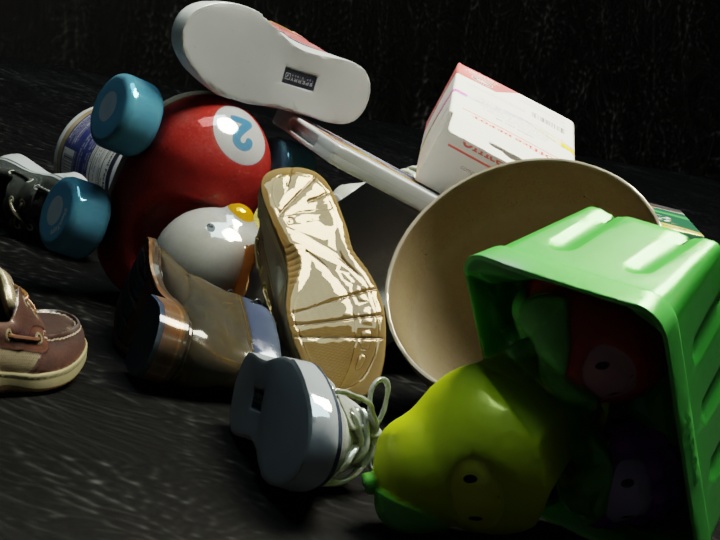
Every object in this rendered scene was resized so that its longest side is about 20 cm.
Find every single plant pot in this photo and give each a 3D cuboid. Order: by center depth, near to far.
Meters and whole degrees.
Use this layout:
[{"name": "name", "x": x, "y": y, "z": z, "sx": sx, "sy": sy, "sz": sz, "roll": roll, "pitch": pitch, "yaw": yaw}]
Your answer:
[{"name": "plant pot", "x": 0.130, "y": 0.039, "z": 1.401, "sx": 0.200, "sy": 0.201, "sz": 0.135, "roll": 17, "pitch": -26, "yaw": 28}]

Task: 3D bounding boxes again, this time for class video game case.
[{"name": "video game case", "x": 0.014, "y": -0.078, "z": 1.568, "sx": 0.143, "sy": 0.017, "sz": 0.200, "roll": 27, "pitch": 5, "yaw": -19}]

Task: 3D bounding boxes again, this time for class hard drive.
[{"name": "hard drive", "x": 0.000, "y": 0.000, "z": 1.579, "sx": 0.139, "sy": 0.033, "sz": 0.200, "roll": -35, "pitch": 27, "yaw": -11}]

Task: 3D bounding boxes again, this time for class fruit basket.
[{"name": "fruit basket", "x": 0.110, "y": 0.087, "z": 1.097, "sx": 0.155, "sy": 0.216, "sz": 0.215, "roll": 19, "pitch": 11, "yaw": 39}]

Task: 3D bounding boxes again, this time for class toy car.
[{"name": "toy car", "x": -0.114, "y": -0.028, "z": 1.510, "sx": 0.184, "sy": 0.177, "sz": 0.200, "roll": 20, "pitch": 16, "yaw": -35}]

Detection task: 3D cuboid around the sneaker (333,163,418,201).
[{"name": "sneaker", "x": 0.061, "y": -0.068, "z": 1.776, "sx": 0.199, "sy": 0.081, "sz": 0.076, "roll": 5, "pitch": 13, "yaw": -33}]

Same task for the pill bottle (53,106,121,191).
[{"name": "pill bottle", "x": -0.203, "y": -0.087, "z": 1.871, "sx": 0.111, "sy": 0.111, "sz": 0.200, "roll": 6, "pitch": 11, "yaw": -35}]

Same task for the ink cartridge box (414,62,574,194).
[{"name": "ink cartridge box", "x": 0.111, "y": -0.093, "z": 1.609, "sx": 0.116, "sy": 0.068, "sz": 0.200, "roll": 27, "pitch": 20, "yaw": -4}]

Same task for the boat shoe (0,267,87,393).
[{"name": "boat shoe", "x": -0.226, "y": 0.033, "z": 1.215, "sx": 0.072, "sy": 0.072, "sz": 0.200, "roll": 16, "pitch": 10, "yaw": 23}]

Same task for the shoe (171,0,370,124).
[{"name": "shoe", "x": -0.090, "y": -0.170, "z": 1.579, "sx": 0.200, "sy": 0.072, "sz": 0.091, "roll": 17, "pitch": 5, "yaw": -43}]

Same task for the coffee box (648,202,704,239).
[{"name": "coffee box", "x": 0.219, "y": -0.034, "z": 1.655, "sx": 0.123, "sy": 0.044, "sz": 0.200, "roll": 13, "pitch": 9, "yaw": 3}]

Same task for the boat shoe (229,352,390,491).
[{"name": "boat shoe", "x": -0.019, "y": 0.094, "z": 1.163, "sx": 0.086, "sy": 0.075, "sz": 0.202, "roll": 13, "pitch": -1, "yaw": -14}]

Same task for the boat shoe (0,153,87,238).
[{"name": "boat shoe", "x": -0.291, "y": -0.057, "z": 1.747, "sx": 0.056, "sy": 0.069, "sz": 0.200, "roll": -16, "pitch": 22, "yaw": -31}]

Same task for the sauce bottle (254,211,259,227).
[{"name": "sauce bottle", "x": -0.102, "y": -0.025, "z": 1.789, "sx": 0.200, "sy": 0.065, "sz": 0.065, "roll": 6, "pitch": 11, "yaw": -45}]

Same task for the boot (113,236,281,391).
[{"name": "boot", "x": -0.116, "y": 0.039, "z": 1.381, "sx": 0.097, "sy": 0.075, "sz": 0.200, "roll": 20, "pitch": 17, "yaw": -17}]

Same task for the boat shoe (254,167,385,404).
[{"name": "boat shoe", "x": -0.031, "y": 0.021, "z": 1.399, "sx": 0.073, "sy": 0.069, "sz": 0.200, "roll": -3, "pitch": 54, "yaw": -16}]
